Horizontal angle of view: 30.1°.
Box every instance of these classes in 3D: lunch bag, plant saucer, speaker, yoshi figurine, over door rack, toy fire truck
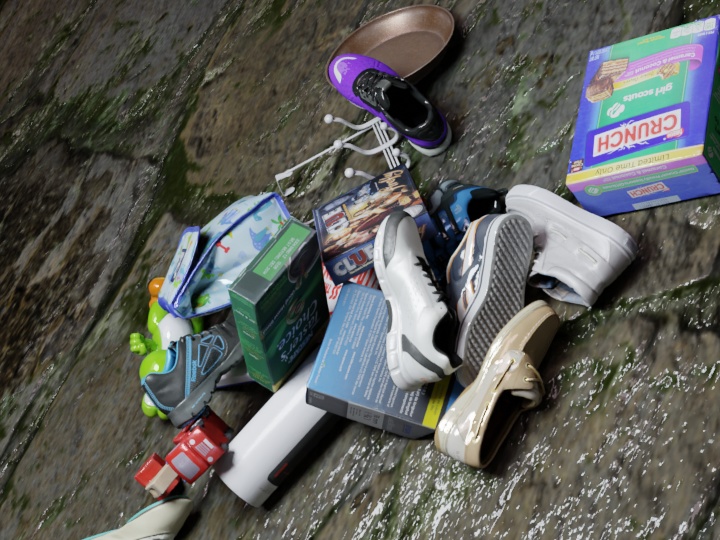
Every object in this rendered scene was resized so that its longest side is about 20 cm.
[{"bbox_3d":[-0.178,-0.010,1.768,0.200,0.128,0.170,-39,10,-10],"label":"lunch bag"},{"bbox_3d":[0.047,-0.306,1.916,0.200,0.037,0.201,-18,38,15],"label":"plant saucer"},{"bbox_3d":[-0.086,0.186,1.609,0.200,0.081,0.081,-47,38,0],"label":"speaker"},{"bbox_3d":[-0.258,0.102,1.831,0.112,0.112,0.201,-15,51,26],"label":"yoshi figurine"},{"bbox_3d":[-0.035,-0.141,1.856,0.200,0.067,0.148,-37,38,14],"label":"over door rack"},{"bbox_3d":[-0.221,0.234,1.645,0.141,0.049,0.200,-46,5,2],"label":"toy fire truck"}]

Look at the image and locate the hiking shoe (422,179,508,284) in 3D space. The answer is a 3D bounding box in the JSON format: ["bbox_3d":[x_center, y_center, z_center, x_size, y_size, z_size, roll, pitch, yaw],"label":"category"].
[{"bbox_3d":[0.100,-0.033,1.614,0.086,0.074,0.200,2,53,41],"label":"hiking shoe"}]

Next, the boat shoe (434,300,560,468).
[{"bbox_3d":[0.163,0.126,1.437,0.069,0.074,0.200,28,80,39],"label":"boat shoe"}]

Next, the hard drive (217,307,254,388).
[{"bbox_3d":[-0.139,0.086,1.740,0.200,0.025,0.132,-16,45,60],"label":"hard drive"}]

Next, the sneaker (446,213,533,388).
[{"bbox_3d":[0.137,0.035,1.504,0.079,0.078,0.201,6,80,59],"label":"sneaker"}]

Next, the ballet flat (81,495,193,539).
[{"bbox_3d":[-0.284,0.346,1.686,0.200,0.069,0.070,-29,42,26],"label":"ballet flat"}]

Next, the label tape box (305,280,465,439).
[{"bbox_3d":[0.053,0.111,1.534,0.199,0.063,0.145,18,64,6],"label":"label tape box"}]

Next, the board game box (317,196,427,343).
[{"bbox_3d":[0.000,0.000,1.714,0.151,0.046,0.201,1,59,46],"label":"board game box"}]

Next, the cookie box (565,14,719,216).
[{"bbox_3d":[0.334,-0.172,1.518,0.171,0.075,0.201,-11,52,37],"label":"cookie box"}]

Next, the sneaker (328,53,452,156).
[{"bbox_3d":[0.034,-0.236,1.773,0.200,0.100,0.070,37,90,19],"label":"sneaker"}]

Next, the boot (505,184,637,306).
[{"bbox_3d":[0.212,-0.027,1.511,0.096,0.074,0.200,-49,37,-10],"label":"boot"}]

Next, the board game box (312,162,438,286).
[{"bbox_3d":[0.014,-0.059,1.622,0.135,0.035,0.200,-27,21,4],"label":"board game box"}]

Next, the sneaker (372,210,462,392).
[{"bbox_3d":[0.068,0.029,1.474,0.080,0.074,0.201,-17,77,35],"label":"sneaker"}]

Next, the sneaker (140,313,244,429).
[{"bbox_3d":[-0.188,0.098,1.649,0.073,0.082,0.200,-39,12,52],"label":"sneaker"}]

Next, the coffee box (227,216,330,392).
[{"bbox_3d":[-0.090,0.042,1.557,0.044,0.200,0.123,29,61,21],"label":"coffee box"}]
